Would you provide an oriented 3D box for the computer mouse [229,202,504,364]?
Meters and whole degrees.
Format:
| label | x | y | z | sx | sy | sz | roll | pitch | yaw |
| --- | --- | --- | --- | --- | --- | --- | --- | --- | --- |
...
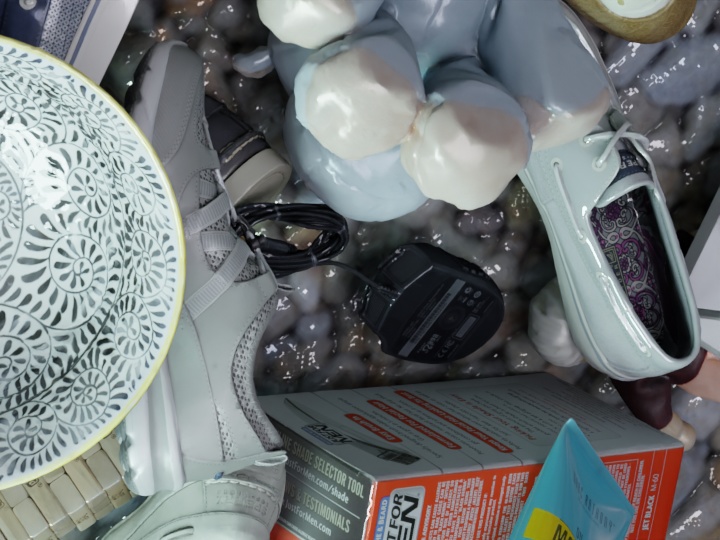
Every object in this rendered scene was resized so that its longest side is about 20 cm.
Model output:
| label | x | y | z | sx | sy | sz | roll | pitch | yaw |
| --- | --- | --- | --- | --- | --- | --- | --- | --- | --- |
| computer mouse | 0.000 | 0.000 | 1.251 | 0.059 | 0.034 | 0.200 | -49 | 139 | 15 |

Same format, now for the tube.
| label | x | y | z | sx | sy | sz | roll | pitch | yaw |
| --- | --- | --- | --- | --- | --- | --- | --- | --- | --- |
| tube | 0.074 | 0.171 | 1.198 | 0.201 | 0.050 | 0.078 | -62 | 140 | -28 |

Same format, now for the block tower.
| label | x | y | z | sx | sy | sz | roll | pitch | yaw |
| --- | --- | --- | --- | --- | --- | --- | --- | --- | --- |
| block tower | -0.158 | 0.105 | 1.221 | 0.200 | 0.054 | 0.058 | -35 | 78 | -9 |

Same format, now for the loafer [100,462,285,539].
| label | x | y | z | sx | sy | sz | roll | pitch | yaw |
| --- | --- | --- | --- | --- | --- | --- | --- | --- | --- |
| loafer | -0.089 | 0.148 | 1.229 | 0.070 | 0.070 | 0.200 | 13 | 141 | -13 |

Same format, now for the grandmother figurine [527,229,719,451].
| label | x | y | z | sx | sy | sz | roll | pitch | yaw |
| --- | --- | --- | --- | --- | --- | --- | --- | --- | --- |
| grandmother figurine | 0.174 | 0.034 | 1.353 | 0.199 | 0.060 | 0.122 | 9 | 85 | -29 |

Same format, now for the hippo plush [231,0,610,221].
| label | x | y | z | sx | sy | sz | roll | pitch | yaw |
| --- | --- | --- | --- | --- | --- | --- | --- | --- | --- |
| hippo plush | -0.003 | -0.104 | 1.152 | 0.159 | 0.161 | 0.201 | -9 | 77 | -33 |

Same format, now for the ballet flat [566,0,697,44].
| label | x | y | z | sx | sy | sz | roll | pitch | yaw |
| --- | --- | --- | --- | --- | --- | --- | --- | --- | --- |
| ballet flat | 0.112 | -0.173 | 1.229 | 0.068 | 0.072 | 0.200 | -42 | 122 | -5 |

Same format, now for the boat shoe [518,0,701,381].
| label | x | y | z | sx | sy | sz | roll | pitch | yaw |
| --- | --- | --- | --- | --- | --- | --- | --- | --- | --- |
| boat shoe | 0.117 | -0.042 | 1.259 | 0.072 | 0.068 | 0.201 | -16 | 95 | -29 |

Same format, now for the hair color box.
| label | x | y | z | sx | sy | sz | roll | pitch | yaw |
| --- | --- | --- | --- | --- | --- | --- | --- | --- | --- |
| hair color box | 0.048 | 0.101 | 1.268 | 0.199 | 0.111 | 0.064 | -1 | 109 | -38 |

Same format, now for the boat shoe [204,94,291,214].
| label | x | y | z | sx | sy | sz | roll | pitch | yaw |
| --- | --- | --- | --- | --- | --- | --- | --- | --- | --- |
| boat shoe | -0.123 | -0.002 | 1.215 | 0.200 | 0.073 | 0.063 | -43 | 79 | 3 |

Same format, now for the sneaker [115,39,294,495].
| label | x | y | z | sx | sy | sz | roll | pitch | yaw |
| --- | --- | --- | --- | --- | --- | --- | --- | --- | --- |
| sneaker | -0.071 | -0.002 | 1.151 | 0.081 | 0.075 | 0.201 | -2 | 88 | -12 |

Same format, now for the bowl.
| label | x | y | z | sx | sy | sz | roll | pitch | yaw |
| --- | --- | --- | --- | --- | --- | --- | --- | --- | --- |
| bowl | -0.176 | -0.015 | 1.084 | 0.199 | 0.094 | 0.202 | -3 | 108 | -8 |

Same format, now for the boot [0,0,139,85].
| label | x | y | z | sx | sy | sz | roll | pitch | yaw |
| --- | --- | --- | --- | --- | --- | --- | --- | --- | --- |
| boot | -0.168 | -0.078 | 1.155 | 0.090 | 0.073 | 0.201 | 23 | 104 | -8 |

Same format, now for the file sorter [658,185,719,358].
| label | x | y | z | sx | sy | sz | roll | pitch | yaw |
| --- | --- | --- | --- | --- | --- | --- | --- | --- | --- |
| file sorter | 0.273 | -0.027 | 1.299 | 0.138 | 0.124 | 0.201 | 31 | 81 | -24 |
